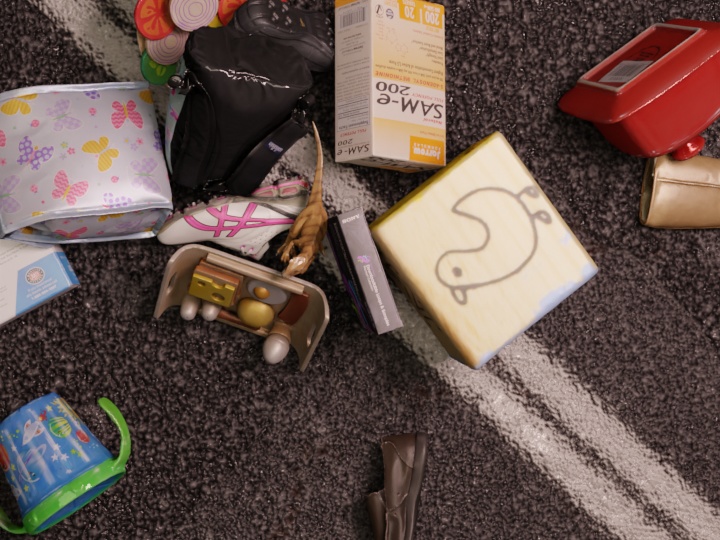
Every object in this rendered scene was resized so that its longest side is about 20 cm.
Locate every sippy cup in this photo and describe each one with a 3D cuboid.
[{"bbox_3d":[-0.371,0.224,1.529,0.177,0.140,0.131,-31,82,-28],"label":"sippy cup"}]

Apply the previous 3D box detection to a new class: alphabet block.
[{"bbox_3d":[0.135,-0.024,1.526,0.195,0.196,0.201,-38,93,-5],"label":"alphabet block"}]

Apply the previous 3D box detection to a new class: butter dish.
[{"bbox_3d":[0.371,-0.201,1.556,0.199,0.200,0.148,-35,109,-3],"label":"butter dish"}]

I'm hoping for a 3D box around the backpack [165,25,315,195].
[{"bbox_3d":[-0.151,-0.180,1.480,0.165,0.201,0.127,16,48,-13],"label":"backpack"}]

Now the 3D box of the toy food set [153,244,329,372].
[{"bbox_3d":[-0.144,0.052,1.526,0.198,0.144,0.061,19,57,-5],"label":"toy food set"}]

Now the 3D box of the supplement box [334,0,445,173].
[{"bbox_3d":[0.037,-0.226,1.539,0.125,0.073,0.202,3,84,-42],"label":"supplement box"}]

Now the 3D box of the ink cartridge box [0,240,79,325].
[{"bbox_3d":[-0.450,-0.038,1.534,0.144,0.084,0.201,-28,93,-3],"label":"ink cartridge box"}]

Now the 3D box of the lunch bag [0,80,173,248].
[{"bbox_3d":[-0.337,-0.123,1.488,0.198,0.127,0.171,-7,74,-28],"label":"lunch bag"}]

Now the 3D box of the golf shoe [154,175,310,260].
[{"bbox_3d":[-0.151,-0.053,1.564,0.198,0.073,0.093,-14,94,-5],"label":"golf shoe"}]

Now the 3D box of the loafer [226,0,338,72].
[{"bbox_3d":[-0.079,-0.277,1.534,0.070,0.200,0.069,-26,67,36],"label":"loafer"}]

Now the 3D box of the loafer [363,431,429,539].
[{"bbox_3d":[0.038,0.297,1.592,0.071,0.073,0.202,10,85,5],"label":"loafer"}]

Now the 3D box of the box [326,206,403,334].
[{"bbox_3d":[0.000,0.000,1.512,0.036,0.200,0.144,-20,92,-7],"label":"box"}]

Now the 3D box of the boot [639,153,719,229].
[{"bbox_3d":[0.464,-0.133,1.616,0.198,0.066,0.177,6,90,-3],"label":"boot"}]

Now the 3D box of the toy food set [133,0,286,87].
[{"bbox_3d":[-0.177,-0.293,1.521,0.200,0.049,0.197,-49,134,8],"label":"toy food set"}]

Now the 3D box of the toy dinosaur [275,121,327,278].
[{"bbox_3d":[-0.056,-0.062,1.521,0.060,0.106,0.202,14,55,-10],"label":"toy dinosaur"}]
